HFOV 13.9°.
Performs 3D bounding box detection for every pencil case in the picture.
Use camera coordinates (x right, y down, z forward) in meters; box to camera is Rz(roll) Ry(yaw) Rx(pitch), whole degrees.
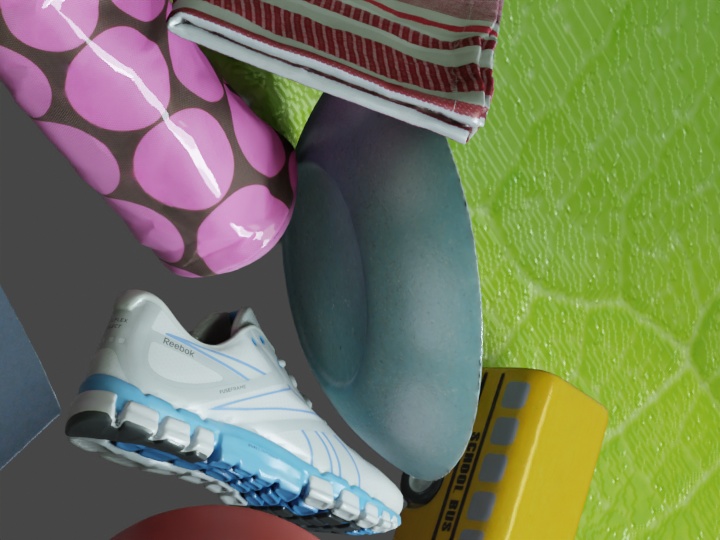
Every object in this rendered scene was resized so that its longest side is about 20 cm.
[{"bbox_3d":[-0.105,-0.092,1.316,0.200,0.090,0.094,55,24,-33],"label":"pencil case"}]

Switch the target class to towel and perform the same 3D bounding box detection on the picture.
[{"bbox_3d":[-0.007,-0.115,1.319,0.200,0.144,0.023,-77,-173,-71],"label":"towel"}]

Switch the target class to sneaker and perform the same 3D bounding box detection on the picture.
[{"bbox_3d":[-0.047,0.065,1.382,0.200,0.075,0.087,30,63,-42],"label":"sneaker"}]

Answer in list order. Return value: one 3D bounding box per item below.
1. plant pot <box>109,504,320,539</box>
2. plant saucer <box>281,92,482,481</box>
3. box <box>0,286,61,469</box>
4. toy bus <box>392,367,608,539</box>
[{"bbox_3d":[-0.062,0.206,1.259,0.201,0.200,0.178,60,10,-27],"label":"plant pot"},{"bbox_3d":[0.000,0.000,1.359,0.039,0.201,0.202,-9,97,-21],"label":"plant saucer"},{"bbox_3d":[-0.237,0.052,1.092,0.148,0.200,0.105,-44,119,-36],"label":"box"},{"bbox_3d":[0.056,0.152,1.480,0.065,0.078,0.201,34,66,-40],"label":"toy bus"}]
